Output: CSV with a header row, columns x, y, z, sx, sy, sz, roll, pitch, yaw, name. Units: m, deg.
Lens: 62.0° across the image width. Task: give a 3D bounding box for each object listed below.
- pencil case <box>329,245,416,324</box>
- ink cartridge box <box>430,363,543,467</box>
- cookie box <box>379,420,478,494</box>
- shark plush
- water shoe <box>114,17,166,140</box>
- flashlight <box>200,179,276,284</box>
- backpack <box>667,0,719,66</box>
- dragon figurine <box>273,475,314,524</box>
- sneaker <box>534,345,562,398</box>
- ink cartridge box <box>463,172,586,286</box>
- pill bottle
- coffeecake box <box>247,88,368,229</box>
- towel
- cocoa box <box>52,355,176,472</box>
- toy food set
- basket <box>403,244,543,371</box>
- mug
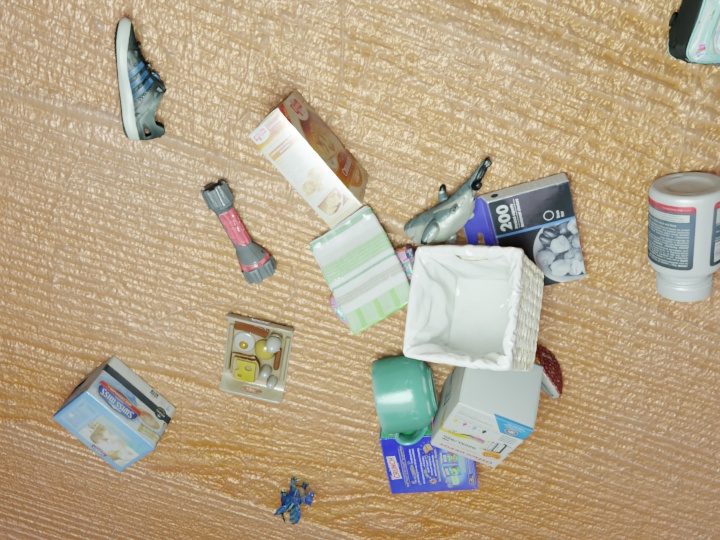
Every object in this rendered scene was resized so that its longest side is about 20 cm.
x,y,z,sx,sy,sz,roll,pitch,yaw,name
0.037,0.031,1.151,0.199,0.088,0.088,-31,111,21,pencil case
0.242,0.266,1.177,0.146,0.145,0.201,20,142,3,ink cartridge box
0.154,0.408,1.342,0.198,0.075,0.172,-7,117,10,cookie box
0.153,-0.120,1.064,0.090,0.084,0.201,1,134,-38,shark plush
-0.376,-0.327,1.032,0.078,0.072,0.201,-6,119,-22,water shoe
-0.230,-0.072,1.137,0.067,0.068,0.201,-17,115,16,flashlight
0.570,-0.370,0.844,0.198,0.154,0.177,6,113,-4,backpack
-0.170,0.572,1.452,0.059,0.100,0.201,29,117,-9,dragon figurine
0.337,0.188,1.215,0.200,0.078,0.082,44,129,-13,sneaker
0.295,-0.057,1.099,0.199,0.043,0.199,-14,115,15,ink cartridge box
0.557,-0.055,1.027,0.119,0.120,0.201,-7,117,10,pill bottle
-0.080,-0.191,1.008,0.073,0.154,0.200,-36,109,21,coffeecake box
0.000,0.000,1.110,0.149,0.031,0.201,-32,75,21,towel
-0.547,0.322,1.346,0.133,0.131,0.200,-35,109,22,cocoa box
-0.226,0.190,1.279,0.142,0.061,0.201,13,118,0,toy food set
0.201,0.072,1.039,0.197,0.160,0.202,2,78,35,basket
0.098,0.257,1.234,0.114,0.153,0.185,-12,145,9,mug
